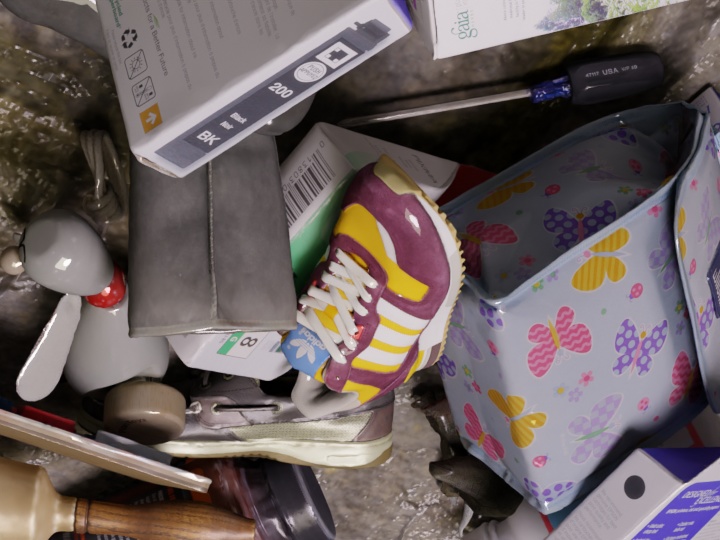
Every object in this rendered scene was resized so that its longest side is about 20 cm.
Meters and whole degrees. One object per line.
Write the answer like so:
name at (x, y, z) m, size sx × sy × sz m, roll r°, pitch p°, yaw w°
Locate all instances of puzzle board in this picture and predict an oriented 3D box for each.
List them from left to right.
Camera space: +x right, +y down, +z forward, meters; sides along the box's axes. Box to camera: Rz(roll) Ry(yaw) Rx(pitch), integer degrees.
puzzle board at (-0.199, 0.090, 1.322) m, size 0.199 × 0.151 × 0.017 m, roll 21°, pitch 81°, yaw -19°

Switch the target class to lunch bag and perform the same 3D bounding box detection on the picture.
lunch bag at (0.145, 0.014, 1.312) m, size 0.200 × 0.127 × 0.170 m, roll -31°, pitch 127°, yaw -20°

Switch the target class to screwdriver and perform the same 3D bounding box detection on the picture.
screwdriver at (0.084, -0.098, 1.322) m, size 0.199 × 0.028 × 0.029 m, roll -15°, pitch 105°, yaw -8°

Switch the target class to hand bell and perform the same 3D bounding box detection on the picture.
hand bell at (-0.164, 0.150, 1.381) m, size 0.199 × 0.104 × 0.104 m, roll 5°, pitch 130°, yaw -2°

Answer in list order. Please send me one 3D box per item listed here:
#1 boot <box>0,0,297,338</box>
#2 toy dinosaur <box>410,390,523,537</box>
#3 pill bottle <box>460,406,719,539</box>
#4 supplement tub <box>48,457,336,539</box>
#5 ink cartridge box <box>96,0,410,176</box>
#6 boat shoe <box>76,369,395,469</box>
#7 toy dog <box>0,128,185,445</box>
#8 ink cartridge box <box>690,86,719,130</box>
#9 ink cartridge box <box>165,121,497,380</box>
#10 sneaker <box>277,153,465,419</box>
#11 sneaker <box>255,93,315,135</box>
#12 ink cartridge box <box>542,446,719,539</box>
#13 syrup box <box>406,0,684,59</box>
boot at (-0.115, -0.064, 1.195) m, size 0.181 × 0.073 × 0.201 m, roll 4°, pitch 94°, yaw -19°
toy dinosaur at (0.080, 0.119, 1.444) m, size 0.077 × 0.200 × 0.102 m, roll -31°, pitch 92°, yaw -3°
pill bottle at (0.173, 0.169, 1.531) m, size 0.200 × 0.109 × 0.109 m, roll -33°, pitch 132°, yaw 12°
supplement tub at (-0.119, 0.182, 1.453) m, size 0.199 × 0.107 × 0.107 m, roll -25°, pitch 133°, yaw 5°
ink cartridge box at (-0.045, -0.177, 1.069) m, size 0.200 × 0.199 × 0.043 m, roll -30°, pitch 150°, yaw 26°
boat shoe at (-0.075, 0.080, 1.409) m, size 0.200 × 0.072 × 0.066 m, roll 6°, pitch 106°, yaw -8°
toy dog at (-0.168, 0.026, 1.293) m, size 0.096 × 0.132 × 0.200 m, roll -11°, pitch 131°, yaw 9°
ink cartridge box at (0.176, -0.018, 1.412) m, size 0.200 × 0.044 × 0.094 m, roll -41°, pitch 130°, yaw 18°
ink cartridge box at (0.000, 0.000, 1.327) m, size 0.200 × 0.050 × 0.161 m, roll 14°, pitch 124°, yaw -48°
sneaker at (0.000, 0.019, 1.235) m, size 0.090 × 0.075 × 0.200 m, roll -34°, pitch 153°, yaw -19°
sneaker at (-0.032, -0.165, 1.143) m, size 0.076 × 0.091 × 0.201 m, roll 0°, pitch 105°, yaw -30°
ink cartridge box at (0.189, 0.149, 1.363) m, size 0.200 × 0.043 × 0.198 m, roll -45°, pitch 157°, yaw 21°
syrup box at (0.121, -0.188, 1.221) m, size 0.199 × 0.082 × 0.079 m, roll -13°, pitch 131°, yaw -5°
